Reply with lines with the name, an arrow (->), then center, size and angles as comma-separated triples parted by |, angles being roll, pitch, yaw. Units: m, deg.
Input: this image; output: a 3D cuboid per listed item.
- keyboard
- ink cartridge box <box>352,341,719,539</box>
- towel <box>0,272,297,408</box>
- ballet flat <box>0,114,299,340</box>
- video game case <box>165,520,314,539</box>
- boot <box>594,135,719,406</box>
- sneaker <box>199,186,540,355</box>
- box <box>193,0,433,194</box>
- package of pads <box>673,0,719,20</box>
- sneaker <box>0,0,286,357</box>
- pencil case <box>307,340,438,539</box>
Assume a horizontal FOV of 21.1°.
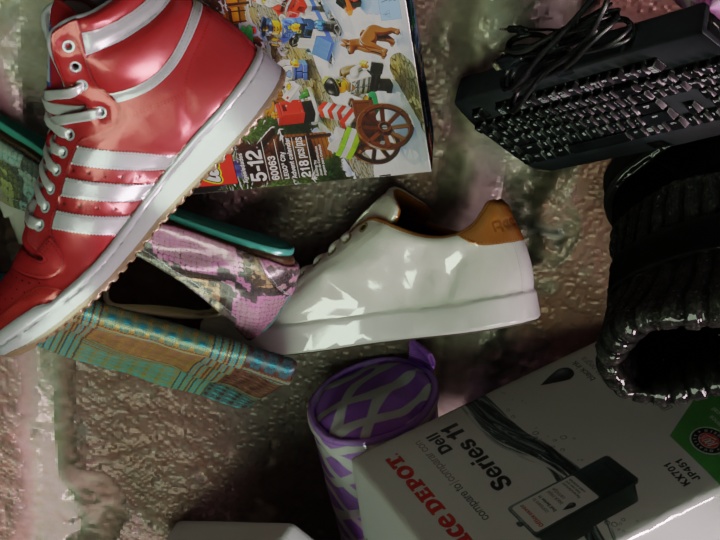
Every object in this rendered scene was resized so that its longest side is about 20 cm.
keyboard -> 0.110, -0.081, 0.942 | 0.104, 0.040, 0.200 | 38, 155, -22
ink cartridge box -> 0.114, 0.130, 1.053 | 0.199, 0.147, 0.083 | -24, 129, -17
towel -> -0.143, 0.038, 1.069 | 0.199, 0.022, 0.147 | 17, 168, -9
ballet flat -> -0.132, -0.018, 1.030 | 0.199, 0.069, 0.071 | 25, 96, -5
video game case -> -0.015, 0.212, 1.160 | 0.182, 0.022, 0.200 | 40, 160, -14
boot -> 0.206, -0.032, 0.961 | 0.079, 0.158, 0.211 | 39, 121, -20
sneaker -> 0.000, 0.000, 1.072 | 0.199, 0.073, 0.085 | -9, 92, 20
box -> -0.042, -0.134, 0.974 | 0.136, 0.038, 0.201 | -6, 127, 7
package of pads -> 0.255, -0.151, 0.898 | 0.199, 0.076, 0.121 | 15, 97, -9
sneaker -> -0.142, -0.059, 0.945 | 0.112, 0.071, 0.200 | 41, 92, -21
pencil case -> 0.028, 0.144, 1.160 | 0.085, 0.084, 0.201 | -30, 131, -18
